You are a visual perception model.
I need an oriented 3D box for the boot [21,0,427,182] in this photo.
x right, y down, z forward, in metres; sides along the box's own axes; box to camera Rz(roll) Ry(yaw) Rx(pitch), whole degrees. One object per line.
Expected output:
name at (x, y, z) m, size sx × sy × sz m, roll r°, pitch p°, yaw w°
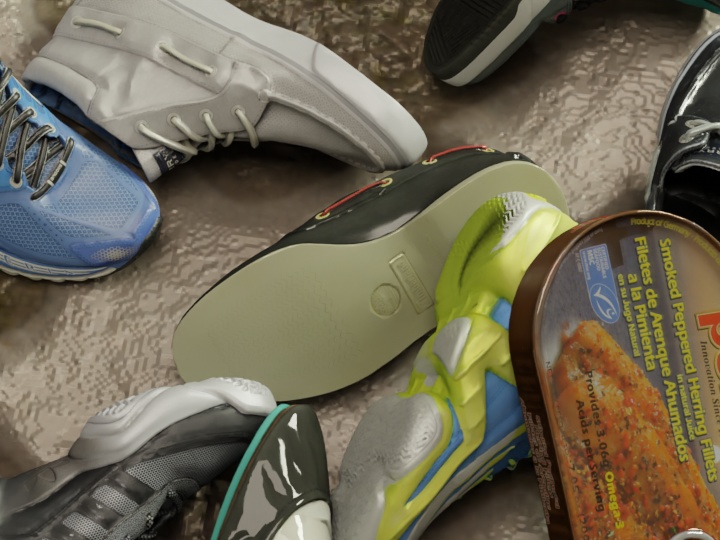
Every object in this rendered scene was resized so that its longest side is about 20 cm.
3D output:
boot at (-0.071, -0.076, 1.243) m, size 0.200 × 0.074 × 0.096 m, roll 29°, pitch 73°, yaw 23°

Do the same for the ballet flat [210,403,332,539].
ballet flat at (-0.048, 0.158, 1.119) m, size 0.068 × 0.068 × 0.200 m, roll 22°, pitch 77°, yaw 23°

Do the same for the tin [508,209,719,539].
tin at (0.131, 0.072, 1.128) m, size 0.112 × 0.042 × 0.201 m, roll -13°, pitch 94°, yaw -17°

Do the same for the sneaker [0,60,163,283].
sneaker at (-0.187, -0.063, 1.211) m, size 0.200 × 0.089 × 0.079 m, roll 28°, pitch 67°, yaw -2°

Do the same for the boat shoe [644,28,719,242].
boat shoe at (0.170, -0.041, 1.217) m, size 0.072 × 0.068 × 0.200 m, roll 17°, pitch 65°, yaw 9°

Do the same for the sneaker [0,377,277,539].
sneaker at (-0.114, 0.132, 1.135) m, size 0.200 × 0.076 × 0.114 m, roll -24°, pitch 70°, yaw -8°

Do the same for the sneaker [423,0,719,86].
sneaker at (0.133, -0.152, 1.267) m, size 0.200 × 0.121 × 0.084 m, roll -48°, pitch 31°, yaw 18°

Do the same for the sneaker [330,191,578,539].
sneaker at (0.065, 0.070, 1.159) m, size 0.105 × 0.076 × 0.200 m, roll 27°, pitch 90°, yaw -19°

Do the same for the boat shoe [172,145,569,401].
boat shoe at (0.001, 0.003, 1.202) m, size 0.201 × 0.063 × 0.074 m, roll -27°, pitch 108°, yaw -9°
